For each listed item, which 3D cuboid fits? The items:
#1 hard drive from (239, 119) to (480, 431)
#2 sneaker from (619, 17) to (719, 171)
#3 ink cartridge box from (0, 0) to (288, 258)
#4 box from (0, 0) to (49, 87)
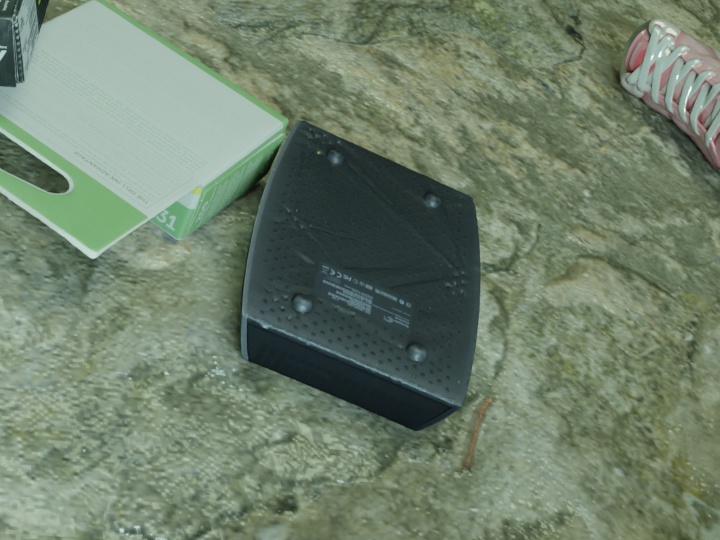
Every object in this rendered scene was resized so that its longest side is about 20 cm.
[{"bbox_3d":[0.000,0.000,0.752,0.134,0.042,0.201,23,34,-9],"label":"hard drive"},{"bbox_3d":[0.274,-0.148,1.128,0.104,0.076,0.201,22,26,-19],"label":"sneaker"},{"bbox_3d":[-0.147,-0.071,0.735,0.145,0.048,0.200,34,37,8],"label":"ink cartridge box"},{"bbox_3d":[-0.265,-0.170,0.731,0.191,0.048,0.201,0,38,-4],"label":"box"}]
